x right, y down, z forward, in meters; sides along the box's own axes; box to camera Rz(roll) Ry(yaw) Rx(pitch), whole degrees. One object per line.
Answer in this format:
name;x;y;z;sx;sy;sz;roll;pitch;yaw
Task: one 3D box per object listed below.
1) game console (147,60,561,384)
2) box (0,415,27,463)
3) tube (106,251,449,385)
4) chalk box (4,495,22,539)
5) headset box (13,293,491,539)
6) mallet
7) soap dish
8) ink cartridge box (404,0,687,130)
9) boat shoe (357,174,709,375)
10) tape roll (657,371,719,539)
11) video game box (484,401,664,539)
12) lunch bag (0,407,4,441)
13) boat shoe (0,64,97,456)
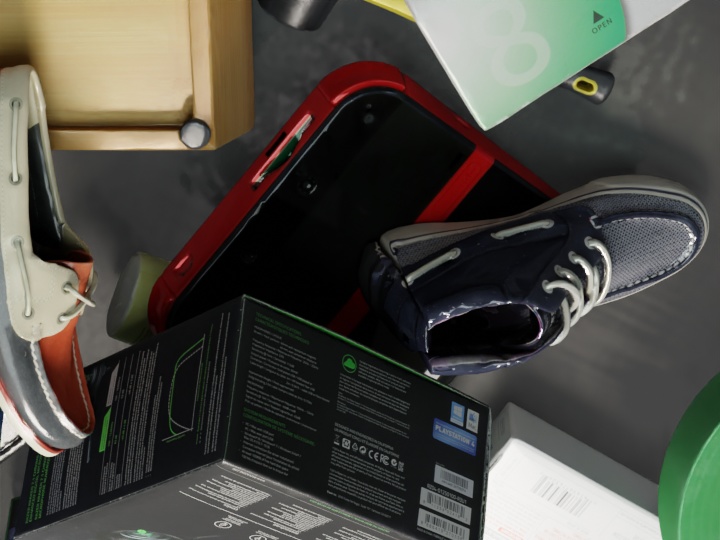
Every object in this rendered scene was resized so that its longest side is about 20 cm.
game console;0.000;0.000;1.369;0.176;0.031;0.200;34;103;-31
box;-0.287;0.040;1.384;0.163;0.086;0.200;-35;116;18
tube;-0.044;0.046;1.416;0.199;0.052;0.058;20;154;-16
chalk box;-0.142;0.205;1.464;0.123;0.124;0.201;-7;122;3
headset box;-0.061;0.109;1.322;0.173;0.093;0.199;25;147;-33
mallet;0.039;-0.124;1.320;0.199;0.041;0.066;28;116;-21
soap dish;-0.156;-0.134;1.283;0.198;0.081;0.158;0;122;1
ink cartridge box;0.078;-0.194;1.250;0.160;0.050;0.200;-32;119;2
boat shoe;0.106;0.009;1.337;0.199;0.093;0.075;-13;121;-12
tape roll;0.272;0.132;1.440;0.199;0.048;0.202;-3;108;-8
video game box;0.118;0.195;1.507;0.199;0.047;0.183;30;115;-18
lunch bag;-0.267;0.121;1.302;0.131;0.136;0.201;15;119;-12
boat shoe;-0.166;-0.004;1.259;0.062;0.071;0.201;-14;102;10
